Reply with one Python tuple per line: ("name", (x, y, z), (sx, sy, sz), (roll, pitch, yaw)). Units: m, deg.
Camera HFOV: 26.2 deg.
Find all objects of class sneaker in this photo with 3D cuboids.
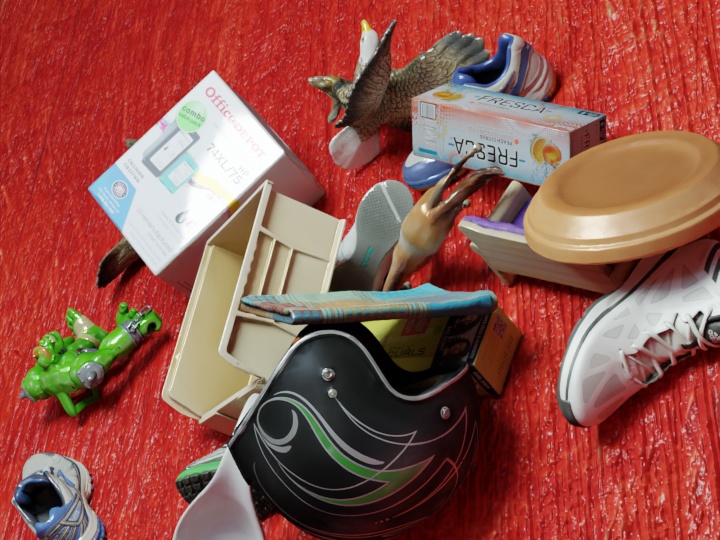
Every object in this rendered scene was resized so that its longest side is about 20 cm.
("sneaker", (0.000, 0.000, 1.617), (0.201, 0.070, 0.080), (-57, -6, 5))
("sneaker", (0.251, 0.053, 1.272), (0.201, 0.076, 0.115), (-52, 32, -14))
("sneaker", (-0.341, 0.244, 1.698), (0.077, 0.085, 0.200), (-46, 33, -3))
("sneaker", (-0.091, 0.185, 1.515), (0.198, 0.078, 0.086), (-21, 33, 18))
("sneaker", (0.110, -0.173, 1.655), (0.200, 0.088, 0.075), (-42, 35, 7))

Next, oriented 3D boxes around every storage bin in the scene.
("storage bin", (-0.112, 0.045, 1.569), (0.200, 0.093, 0.200), (-36, 36, 61))

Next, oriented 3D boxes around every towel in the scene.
("towel", (0.007, 0.030, 1.395), (0.146, 0.198, 0.022), (-173, 82, -67))

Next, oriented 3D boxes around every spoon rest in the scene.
("spoon rest", (-0.118, 0.217, 1.438), (0.098, 0.061, 0.202), (18, 100, 16))

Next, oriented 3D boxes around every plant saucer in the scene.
("plant saucer", (0.233, -0.069, 1.330), (0.198, 0.038, 0.201), (-17, 23, 7))

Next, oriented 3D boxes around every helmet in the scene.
("helmet", (0.003, 0.140, 1.345), (0.201, 0.190, 0.200), (-56, 1, 1))

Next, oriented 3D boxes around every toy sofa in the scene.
("toy sofa", (0.190, -0.032, 1.409), (0.199, 0.098, 0.083), (13, 63, 53))

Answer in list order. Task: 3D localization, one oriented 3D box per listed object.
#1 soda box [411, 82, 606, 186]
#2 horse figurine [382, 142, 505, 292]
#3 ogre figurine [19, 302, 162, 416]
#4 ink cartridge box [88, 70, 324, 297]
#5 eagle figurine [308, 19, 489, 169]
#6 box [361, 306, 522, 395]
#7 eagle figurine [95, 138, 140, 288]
("soda box", (0.145, -0.134, 1.537), (0.199, 0.064, 0.068), (18, 31, 39))
("horse figurine", (0.074, -0.046, 1.520), (0.133, 0.050, 0.200), (-48, -4, -29))
("ogre figurine", (-0.327, 0.103, 1.834), (0.198, 0.099, 0.120), (4, 37, 31))
("ink cartridge box", (-0.173, -0.092, 1.776), (0.200, 0.146, 0.147), (-43, 67, 3))
("eagle figurine", (0.028, -0.205, 1.715), (0.152, 0.151, 0.199), (-49, 26, -20))
("box", (0.054, 0.083, 1.474), (0.199, 0.050, 0.076), (-9, 46, 43))
("eagle figurine", (-0.259, -0.076, 1.944), (0.152, 0.149, 0.202), (112, 156, -75))
